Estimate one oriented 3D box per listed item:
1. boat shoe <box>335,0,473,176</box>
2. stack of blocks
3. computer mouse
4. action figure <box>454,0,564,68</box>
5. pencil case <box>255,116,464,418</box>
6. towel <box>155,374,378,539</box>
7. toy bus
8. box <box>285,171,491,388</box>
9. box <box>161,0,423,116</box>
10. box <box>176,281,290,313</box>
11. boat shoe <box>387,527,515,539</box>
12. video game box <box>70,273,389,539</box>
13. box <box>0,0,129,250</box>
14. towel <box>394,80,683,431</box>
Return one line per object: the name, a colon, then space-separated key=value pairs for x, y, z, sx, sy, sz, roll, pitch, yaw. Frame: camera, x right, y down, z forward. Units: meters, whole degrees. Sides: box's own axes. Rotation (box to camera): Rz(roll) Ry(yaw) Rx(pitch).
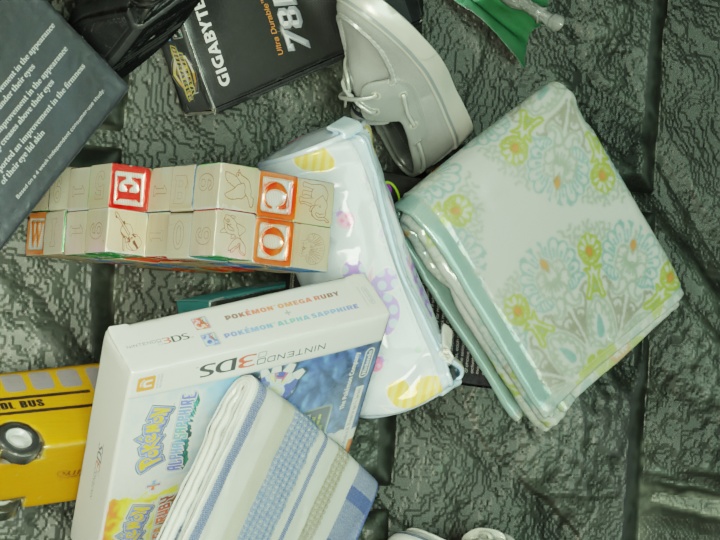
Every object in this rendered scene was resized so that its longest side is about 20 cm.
boat shoe: x=0.019 y=-0.133 z=1.470 sx=0.069 sy=0.072 sz=0.200 roll=-48 pitch=153 yaw=-7
stack of blocks: x=-0.121 y=-0.033 z=1.323 sx=0.115 sy=0.200 sz=0.059 roll=7 pitch=86 yaw=-35
computer mouse: x=-0.138 y=-0.182 z=1.325 sx=0.053 sy=0.200 sz=0.138 roll=51 pitch=54 yaw=-2
action figure: x=0.078 y=-0.251 z=1.555 sx=0.200 sy=0.055 sz=0.119 roll=26 pitch=78 yaw=-28
pencil case: x=0.000 y=0.000 z=1.370 sx=0.083 sy=0.091 sz=0.201 roll=-27 pitch=98 yaw=-33
towel: x=-0.060 y=0.164 z=1.296 sx=0.147 sy=0.024 sz=0.200 roll=-65 pitch=147 yaw=-14
toy bus: x=-0.204 y=0.109 z=1.332 sx=0.199 sy=0.078 sz=0.065 roll=-5 pitch=136 yaw=-35
box: x=0.041 y=0.006 z=1.463 sx=0.199 sy=0.036 sz=0.144 roll=10 pitch=82 yaw=-28
box: x=-0.068 y=-0.235 z=1.454 sx=0.198 sy=0.050 sz=0.201 roll=-26 pitch=105 yaw=-34
box: x=-0.072 y=0.112 z=1.447 sx=0.082 sy=0.049 sz=0.201 roll=-11 pitch=96 yaw=-35
boat shoe: x=0.094 y=0.228 z=1.557 sx=0.200 sy=0.073 sz=0.066 roll=35 pitch=65 yaw=-40
video game box: x=-0.086 y=0.101 z=1.310 sx=0.182 sy=0.047 sz=0.200 roll=-11 pitch=138 yaw=-26
box: x=-0.272 y=-0.126 z=1.276 sx=0.200 sy=0.104 sz=0.148 roll=47 pitch=65 yaw=-24
towel: x=0.130 y=-0.009 z=1.468 sx=0.171 sy=0.048 sz=0.200 roll=-39 pitch=105 yaw=-29
